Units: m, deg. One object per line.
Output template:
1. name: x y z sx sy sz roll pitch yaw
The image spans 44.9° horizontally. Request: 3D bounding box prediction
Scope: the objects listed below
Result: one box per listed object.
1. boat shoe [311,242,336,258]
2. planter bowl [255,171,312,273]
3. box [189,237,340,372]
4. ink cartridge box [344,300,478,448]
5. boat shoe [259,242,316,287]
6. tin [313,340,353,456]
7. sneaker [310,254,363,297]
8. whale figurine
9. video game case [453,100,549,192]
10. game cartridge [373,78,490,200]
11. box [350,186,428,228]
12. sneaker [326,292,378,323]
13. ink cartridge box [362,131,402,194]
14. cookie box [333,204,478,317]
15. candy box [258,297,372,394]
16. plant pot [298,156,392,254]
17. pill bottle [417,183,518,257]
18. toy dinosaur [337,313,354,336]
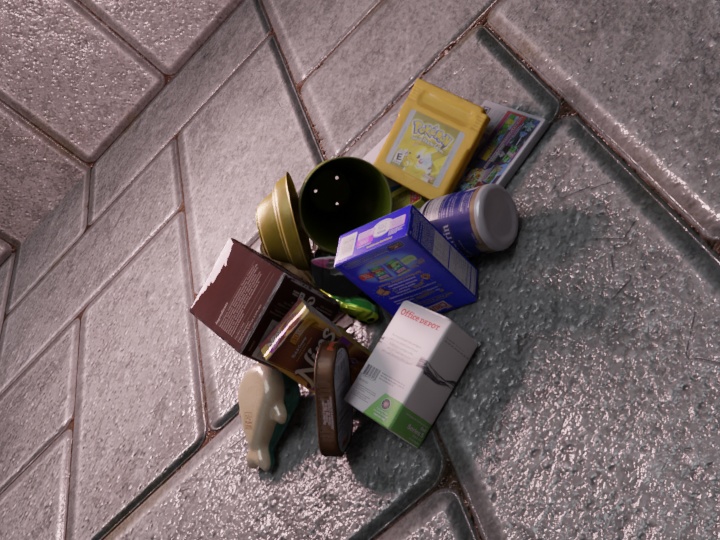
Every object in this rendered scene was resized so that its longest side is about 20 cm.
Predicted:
1. boat shoe: -0.077 -0.038 1.825 0.066 0.072 0.201 -46 14 10
2. planter bowl: -0.154 -0.083 1.696 0.082 0.202 0.202 -14 40 3
3. box: -0.180 0.070 1.631 0.199 0.165 0.166 30 90 45
4. ink cartridge box: 0.084 0.169 1.450 0.202 0.084 0.145 -58 33 -7
5. boat shoe: -0.127 0.009 1.807 0.074 0.202 0.068 -33 -3 31
6. tin: -0.044 0.220 1.482 0.041 0.204 0.112 2 16 19
7. sneaker: 0.000 0.000 1.666 0.087 0.196 0.082 -96 14 -64
8. whale figurine: -0.172 0.280 1.673 0.158 0.103 0.204 -11 74 50
9. video game case: 0.243 -0.226 1.674 0.201 0.023 0.182 -53 38 -2
10. game cartridge: 0.136 -0.248 1.682 0.175 0.032 0.202 29 95 26
11. box: 0.065 -0.115 1.776 0.198 0.050 0.076 -26 40 35
12. sneaker: -0.019 0.041 1.710 0.084 0.074 0.200 -56 32 1
13. ink cartridge box: 0.117 -0.249 1.779 0.200 0.116 0.068 -42 34 13
14. cookie box: 0.082 -0.004 1.511 0.170 0.200 0.076 -21 41 37
15. candy box: -0.070 0.153 1.549 0.117 0.199 0.056 -49 32 4
16. plant pot: -0.047 -0.145 1.761 0.188 0.187 0.200 -50 17 2
17. pill bottle: 0.172 -0.079 1.550 0.198 0.115 0.117 -11 50 46
18. toy dinosaur: -0.078 0.113 1.663 0.198 0.058 0.102 25 73 31
